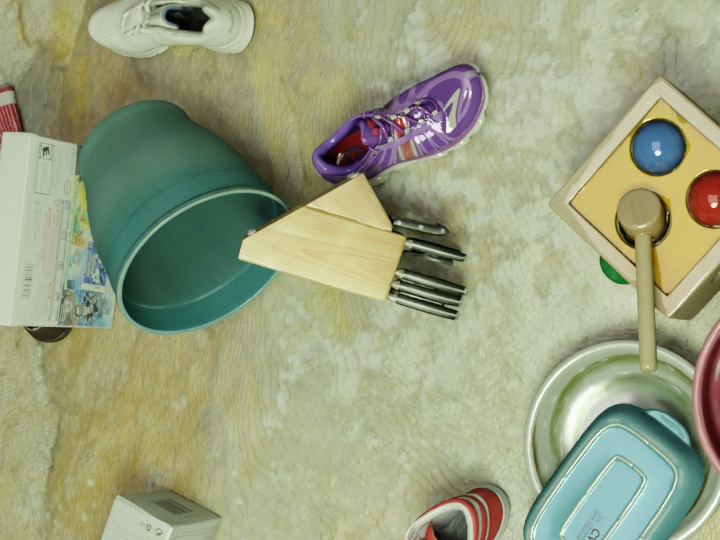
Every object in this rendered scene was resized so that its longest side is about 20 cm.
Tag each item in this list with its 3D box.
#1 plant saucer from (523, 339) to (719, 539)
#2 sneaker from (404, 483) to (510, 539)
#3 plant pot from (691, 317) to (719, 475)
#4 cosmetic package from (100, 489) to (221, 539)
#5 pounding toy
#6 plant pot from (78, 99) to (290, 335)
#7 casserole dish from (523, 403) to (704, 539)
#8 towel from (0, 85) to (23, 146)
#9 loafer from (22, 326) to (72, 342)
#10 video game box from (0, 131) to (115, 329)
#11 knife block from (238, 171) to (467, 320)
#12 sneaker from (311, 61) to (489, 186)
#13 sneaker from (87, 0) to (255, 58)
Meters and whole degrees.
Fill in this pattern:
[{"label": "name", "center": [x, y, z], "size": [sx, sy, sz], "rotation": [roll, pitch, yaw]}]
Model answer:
[{"label": "plant saucer", "center": [0.255, 0.166, 1.410], "size": [0.199, 0.050, 0.202], "rotation": [-1, 87, 23]}, {"label": "sneaker", "center": [0.072, 0.302, 1.449], "size": [0.071, 0.112, 0.201], "rotation": [26, 98, 23]}, {"label": "plant pot", "center": [0.398, 0.108, 1.278], "size": [0.199, 0.179, 0.201], "rotation": [-2, 86, 24]}, {"label": "cosmetic package", "center": [-0.235, 0.342, 1.586], "size": [0.081, 0.113, 0.201], "rotation": [24, 95, 23]}, {"label": "pounding toy", "center": [0.278, -0.040, 1.360], "size": [0.184, 0.142, 0.200], "rotation": [45, 104, 20]}, {"label": "plant pot", "center": [-0.200, -0.069, 1.557], "size": [0.200, 0.200, 0.188], "rotation": [-46, 57, 15]}, {"label": "casserole dish", "center": [0.227, 0.216, 1.372], "size": [0.121, 0.039, 0.201], "rotation": [38, 103, 21]}, {"label": "towel", "center": [-0.449, -0.102, 1.754], "size": [0.143, 0.023, 0.201], "rotation": [-15, 81, 22]}, {"label": "loafer", "center": [-0.350, -0.019, 1.671], "size": [0.072, 0.071, 0.201], "rotation": [-3, 90, 5]}, {"label": "video game box", "center": [-0.324, -0.039, 1.608], "size": [0.047, 0.182, 0.201], "rotation": [6, 89, 28]}, {"label": "knife block", "center": [0.000, 0.000, 1.483], "size": [0.199, 0.064, 0.176], "rotation": [-29, 95, -2]}, {"label": "sneaker", "center": [0.040, -0.141, 1.504], "size": [0.199, 0.083, 0.081], "rotation": [-31, 76, 18]}, {"label": "sneaker", "center": [-0.216, -0.275, 1.624], "size": [0.199, 0.087, 0.075], "rotation": [0, 89, 25]}]
